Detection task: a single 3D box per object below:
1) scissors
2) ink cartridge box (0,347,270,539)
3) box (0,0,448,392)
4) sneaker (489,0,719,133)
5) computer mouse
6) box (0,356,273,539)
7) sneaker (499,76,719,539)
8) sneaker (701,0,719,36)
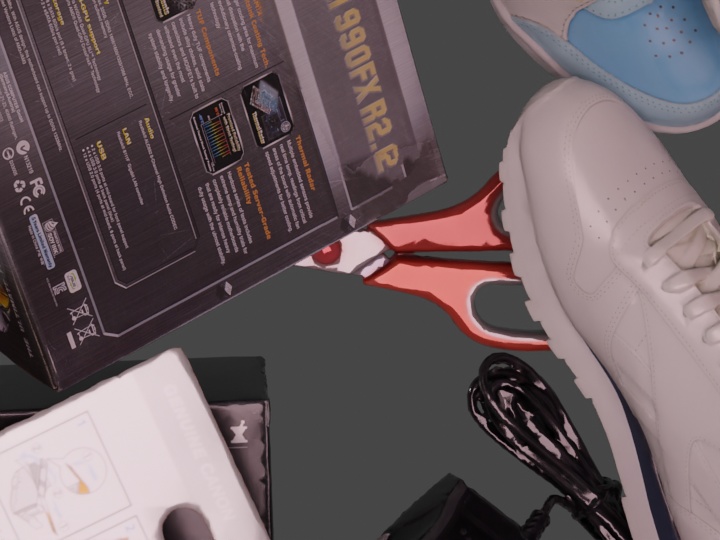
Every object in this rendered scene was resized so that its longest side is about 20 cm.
[{"bbox_3d":[0.000,0.000,0.963,0.198,0.014,0.074,-7,101,-4],"label":"scissors"},{"bbox_3d":[-0.118,0.133,0.890,0.199,0.047,0.161,-25,100,-6],"label":"ink cartridge box"},{"bbox_3d":[-0.070,-0.086,0.872,0.158,0.048,0.201,-29,119,-22],"label":"box"},{"bbox_3d":[0.068,-0.124,0.890,0.079,0.131,0.200,-35,100,2],"label":"sneaker"},{"bbox_3d":[0.051,0.132,0.919,0.046,0.200,0.141,-34,104,36],"label":"computer mouse"},{"bbox_3d":[-0.128,0.107,0.940,0.198,0.079,0.142,-2,102,-3],"label":"box"},{"bbox_3d":[0.116,0.023,0.928,0.076,0.080,0.201,-34,103,-33],"label":"sneaker"},{"bbox_3d":[0.144,-0.169,0.892,0.081,0.077,0.202,-9,81,20],"label":"sneaker"}]
